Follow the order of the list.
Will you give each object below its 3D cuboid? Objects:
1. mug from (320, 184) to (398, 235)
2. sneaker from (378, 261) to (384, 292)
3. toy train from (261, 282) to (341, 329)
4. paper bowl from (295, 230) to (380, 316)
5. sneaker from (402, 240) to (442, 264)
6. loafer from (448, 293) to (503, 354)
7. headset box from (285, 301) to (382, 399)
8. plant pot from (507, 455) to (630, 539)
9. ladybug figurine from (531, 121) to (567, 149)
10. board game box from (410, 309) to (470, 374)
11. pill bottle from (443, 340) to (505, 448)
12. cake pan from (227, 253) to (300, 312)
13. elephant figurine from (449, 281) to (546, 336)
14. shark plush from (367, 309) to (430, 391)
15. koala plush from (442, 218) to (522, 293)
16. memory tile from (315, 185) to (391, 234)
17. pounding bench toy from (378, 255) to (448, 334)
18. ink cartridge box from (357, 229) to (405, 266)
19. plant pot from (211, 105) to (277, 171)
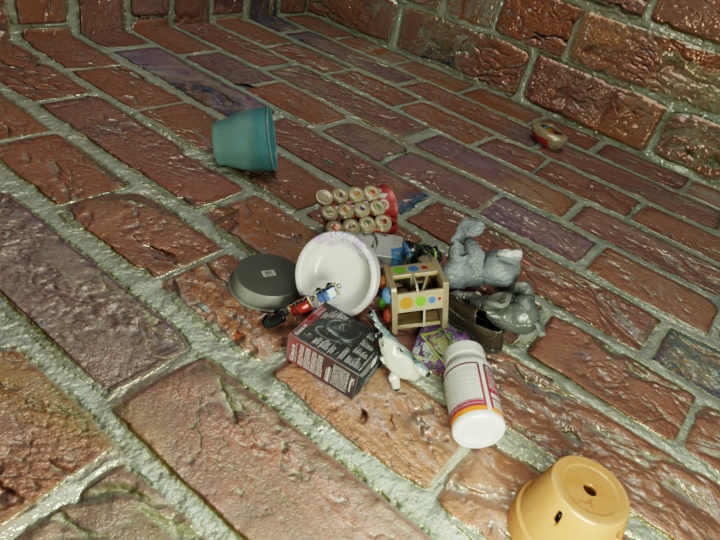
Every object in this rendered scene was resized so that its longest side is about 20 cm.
[{"bbox_3d":[0.005,-0.165,1.744,0.196,0.137,0.176,-14,13,-29],"label":"mug"},{"bbox_3d":[0.000,0.000,1.577,0.196,0.082,0.075,22,19,-3],"label":"sneaker"},{"bbox_3d":[-0.132,0.078,1.363,0.196,0.035,0.046,-27,14,-2],"label":"toy train"},{"bbox_3d":[-0.050,0.010,1.438,0.196,0.206,0.104,19,5,8],"label":"paper bowl"},{"bbox_3d":[0.166,-0.046,1.625,0.081,0.073,0.199,-16,-12,24],"label":"sneaker"},{"bbox_3d":[0.273,0.113,1.466,0.072,0.073,0.199,-20,48,-40],"label":"loafer"},{"bbox_3d":[-0.057,0.164,1.315,0.197,0.079,0.149,26,35,18],"label":"headset box"},{"bbox_3d":[0.372,0.421,1.051,0.195,0.143,0.202,10,34,-7],"label":"plant pot"},{"bbox_3d":[0.844,-0.605,2.739,0.133,0.073,0.201,-5,39,-27],"label":"ladybug figurine"},{"bbox_3d":[0.196,0.167,1.447,0.117,0.033,0.201,19,35,12],"label":"board game box"},{"bbox_3d":[0.228,0.250,1.254,0.107,0.111,0.203,8,39,-8],"label":"pill bottle"},{"bbox_3d":[-0.224,0.023,1.488,0.195,0.037,0.202,10,34,-6],"label":"cake pan"},{"bbox_3d":[0.336,0.106,1.521,0.194,0.155,0.146,-3,79,-7],"label":"elephant figurine"},{"bbox_3d":[0.064,0.169,1.292,0.200,0.090,0.084,43,26,-18],"label":"shark plush"},{"bbox_3d":[0.331,-0.010,1.612,0.196,0.181,0.185,16,41,21],"label":"koala plush"},{"bbox_3d":[-0.019,-0.166,1.673,0.195,0.017,0.156,-9,63,-22],"label":"memory tile"},{"bbox_3d":[0.115,0.042,1.485,0.152,0.127,0.201,-6,30,-6],"label":"pounding bench toy"},{"bbox_3d":[0.018,-0.050,1.654,0.194,0.068,0.117,9,35,-8],"label":"ink cartridge box"},{"bbox_3d":[-0.368,-0.407,1.926,0.183,0.204,0.202,-6,36,-2],"label":"plant pot"}]
